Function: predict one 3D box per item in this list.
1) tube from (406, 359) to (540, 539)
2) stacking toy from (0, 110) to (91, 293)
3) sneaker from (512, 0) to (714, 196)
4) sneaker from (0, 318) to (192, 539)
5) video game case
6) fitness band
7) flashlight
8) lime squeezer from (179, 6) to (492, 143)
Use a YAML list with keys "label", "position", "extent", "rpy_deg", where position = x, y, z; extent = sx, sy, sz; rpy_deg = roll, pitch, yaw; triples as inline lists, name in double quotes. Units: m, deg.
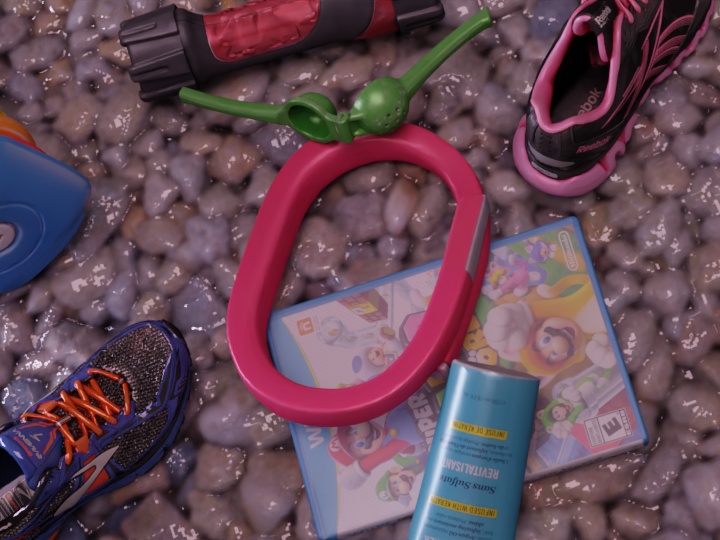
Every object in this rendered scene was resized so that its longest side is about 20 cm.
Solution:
- label: "tube"
  position: [0.057, 0.153, 1.037]
  extent: [0.077, 0.050, 0.201]
  rpy_deg: [12, 92, 19]
- label: "stacking toy"
  position: [-0.268, -0.086, 1.167]
  extent: [0.116, 0.110, 0.200]
  rpy_deg: [-44, 57, 12]
- label: "sneaker"
  position: [0.152, -0.143, 1.092]
  extent: [0.079, 0.095, 0.201]
  rpy_deg: [23, 78, 19]
- label: "sneaker"
  position: [-0.177, 0.107, 1.090]
  extent: [0.075, 0.078, 0.200]
  rpy_deg: [41, 85, 19]
- label: "video game case"
  position: [0.053, 0.064, 1.087]
  extent: [0.199, 0.018, 0.144]
  rpy_deg: [-18, 71, 6]
- label: "fitness band"
  position: [0.000, 0.000, 1.093]
  extent: [0.143, 0.037, 0.201]
  rpy_deg: [8, 64, 22]
- label: "flashlight"
  position: [-0.050, -0.160, 1.149]
  extent: [0.199, 0.068, 0.068]
  rpy_deg: [-15, 104, 2]
- label: "lime squeezer"
  position: [-0.014, -0.109, 1.115]
  extent: [0.199, 0.038, 0.071]
  rpy_deg: [-14, 67, 8]
